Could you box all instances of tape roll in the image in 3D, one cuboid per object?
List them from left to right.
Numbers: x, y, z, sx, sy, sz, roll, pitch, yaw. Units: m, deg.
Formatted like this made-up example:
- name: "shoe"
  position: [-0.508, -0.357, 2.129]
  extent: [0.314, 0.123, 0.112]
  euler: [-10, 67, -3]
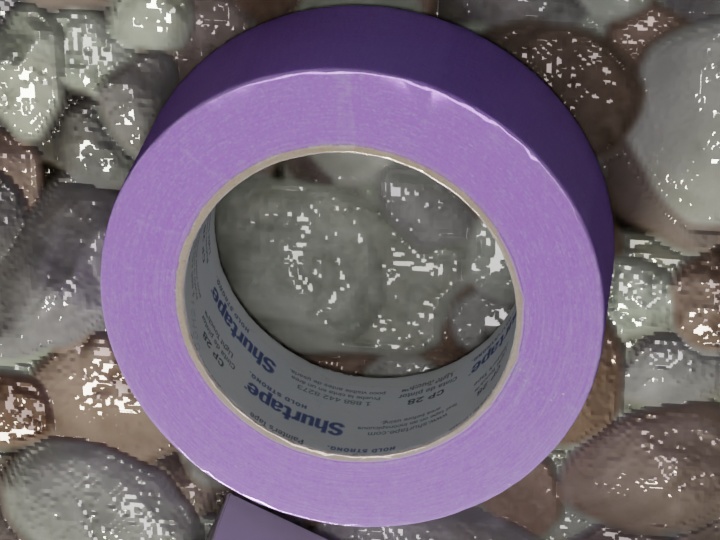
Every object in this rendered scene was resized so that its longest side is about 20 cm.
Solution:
- name: "tape roll"
  position: [0.000, 0.000, 1.078]
  extent: [0.198, 0.066, 0.202]
  euler: [4, 118, 7]

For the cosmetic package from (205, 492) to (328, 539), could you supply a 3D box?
- name: "cosmetic package"
  position: [0.013, 0.178, 1.176]
  extent: [0.199, 0.051, 0.083]
  euler: [26, 120, -5]
